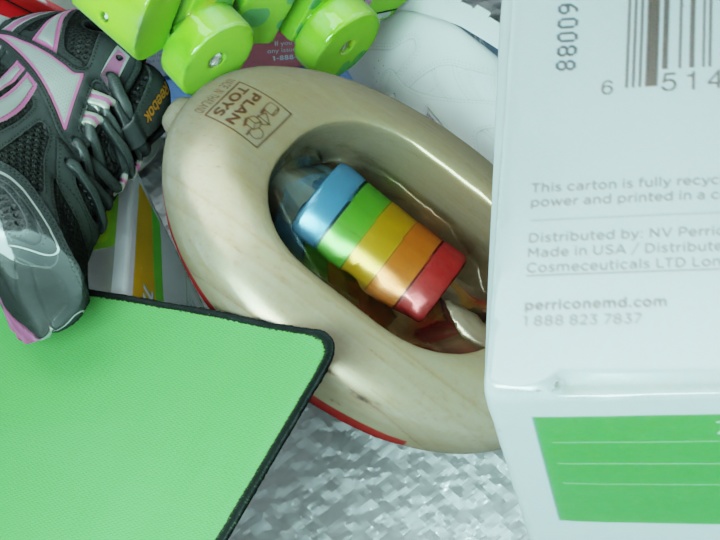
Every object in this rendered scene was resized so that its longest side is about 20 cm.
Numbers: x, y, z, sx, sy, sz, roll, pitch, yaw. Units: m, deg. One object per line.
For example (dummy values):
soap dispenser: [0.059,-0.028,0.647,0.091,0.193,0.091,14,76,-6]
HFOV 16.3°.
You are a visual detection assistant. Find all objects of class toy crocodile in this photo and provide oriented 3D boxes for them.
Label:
toy crocodile: [-0.045,-0.119,1.039,0.200,0.062,0.068,-13,55,-50]

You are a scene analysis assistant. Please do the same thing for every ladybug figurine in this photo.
ladybug figurine: [0.000,0.000,1.004,0.200,0.072,0.136,40,54,5]

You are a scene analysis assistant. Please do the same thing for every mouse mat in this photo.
mouse mat: [-0.122,0.068,0.931,0.199,0.008,0.161,10,52,30]

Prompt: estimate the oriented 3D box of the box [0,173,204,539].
box: [-0.127,0.070,1.012,0.112,0.102,0.201,-13,43,12]

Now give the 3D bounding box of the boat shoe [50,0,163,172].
boat shoe: [-0.151,-0.101,1.240,0.062,0.073,0.200,-56,42,28]

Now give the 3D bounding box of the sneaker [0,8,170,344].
sneaker: [-0.117,-0.056,0.999,0.086,0.081,0.200,-17,39,2]

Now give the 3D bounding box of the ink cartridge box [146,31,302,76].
ink cartridge box: [-0.066,-0.188,1.129,0.116,0.201,0.068,-4,42,0]

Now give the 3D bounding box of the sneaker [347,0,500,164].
sneaker: [0.051,-0.058,1.093,0.081,0.076,0.200,-48,46,-12]

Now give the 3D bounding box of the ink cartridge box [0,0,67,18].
ink cartridge box: [-0.219,-0.110,1.171,0.200,0.116,0.068,11,79,56]

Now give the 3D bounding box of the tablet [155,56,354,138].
tablet: [-0.057,-0.130,1.225,0.129,0.014,0.201,1,42,5]

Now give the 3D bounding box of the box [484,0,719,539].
box: [0.153,-0.002,0.878,0.198,0.172,0.201,-2,59,12]
